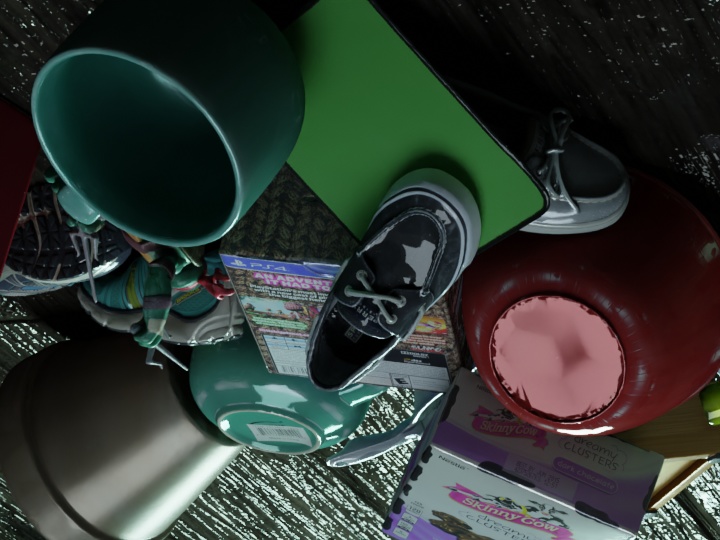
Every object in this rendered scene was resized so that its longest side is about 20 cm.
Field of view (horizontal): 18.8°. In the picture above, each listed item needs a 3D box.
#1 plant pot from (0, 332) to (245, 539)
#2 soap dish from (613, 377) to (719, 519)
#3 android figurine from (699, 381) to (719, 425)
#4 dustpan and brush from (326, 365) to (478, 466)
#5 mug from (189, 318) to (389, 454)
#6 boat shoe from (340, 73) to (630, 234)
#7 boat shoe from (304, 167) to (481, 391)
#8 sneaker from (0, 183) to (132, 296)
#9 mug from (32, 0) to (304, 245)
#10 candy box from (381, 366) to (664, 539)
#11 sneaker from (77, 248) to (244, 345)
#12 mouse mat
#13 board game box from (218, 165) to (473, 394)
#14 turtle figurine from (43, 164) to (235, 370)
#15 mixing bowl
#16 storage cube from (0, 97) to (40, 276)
[{"bbox_3d":[-0.185,0.129,1.857,0.173,0.201,0.200,-29,135,32],"label":"plant pot"},{"bbox_3d":[0.203,0.146,1.765,0.156,0.082,0.200,-4,157,-18],"label":"soap dish"},{"bbox_3d":[0.357,0.076,1.606,0.199,0.041,0.182,-22,155,26],"label":"android figurine"},{"bbox_3d":[0.065,0.113,1.754,0.199,0.058,0.140,-13,151,3],"label":"dustpan and brush"},{"bbox_3d":[-0.055,0.075,1.744,0.151,0.115,0.185,22,153,-19],"label":"mug"},{"bbox_3d":[0.084,-0.084,1.414,0.201,0.075,0.065,23,150,0],"label":"boat shoe"},{"bbox_3d":[0.014,0.013,1.429,0.072,0.068,0.200,37,138,-1],"label":"boat shoe"},{"bbox_3d":[-0.247,-0.020,1.712,0.199,0.078,0.086,-4,168,36],"label":"sneaker"},{"bbox_3d":[-0.124,-0.109,1.367,0.184,0.115,0.153,4,131,35],"label":"mug"},{"bbox_3d":[0.119,0.171,1.655,0.167,0.072,0.200,24,153,1],"label":"candy box"},{"bbox_3d":[-0.153,0.010,1.713,0.077,0.080,0.199,-4,-173,-39],"label":"sneaker"},{"bbox_3d":[0.012,-0.083,1.400,0.200,0.008,0.161,46,138,-11],"label":"mouse mat"},{"bbox_3d":[0.000,0.000,1.589,0.158,0.097,0.200,6,153,12],"label":"board game box"},{"bbox_3d":[-0.164,-0.029,1.572,0.150,0.100,0.200,45,168,47],"label":"turtle figurine"},{"bbox_3d":[0.148,0.036,1.475,0.199,0.108,0.201,9,117,18],"label":"mixing bowl"},{"bbox_3d":[-0.361,-0.053,1.549,0.170,0.181,0.200,-13,144,41],"label":"storage cube"}]
